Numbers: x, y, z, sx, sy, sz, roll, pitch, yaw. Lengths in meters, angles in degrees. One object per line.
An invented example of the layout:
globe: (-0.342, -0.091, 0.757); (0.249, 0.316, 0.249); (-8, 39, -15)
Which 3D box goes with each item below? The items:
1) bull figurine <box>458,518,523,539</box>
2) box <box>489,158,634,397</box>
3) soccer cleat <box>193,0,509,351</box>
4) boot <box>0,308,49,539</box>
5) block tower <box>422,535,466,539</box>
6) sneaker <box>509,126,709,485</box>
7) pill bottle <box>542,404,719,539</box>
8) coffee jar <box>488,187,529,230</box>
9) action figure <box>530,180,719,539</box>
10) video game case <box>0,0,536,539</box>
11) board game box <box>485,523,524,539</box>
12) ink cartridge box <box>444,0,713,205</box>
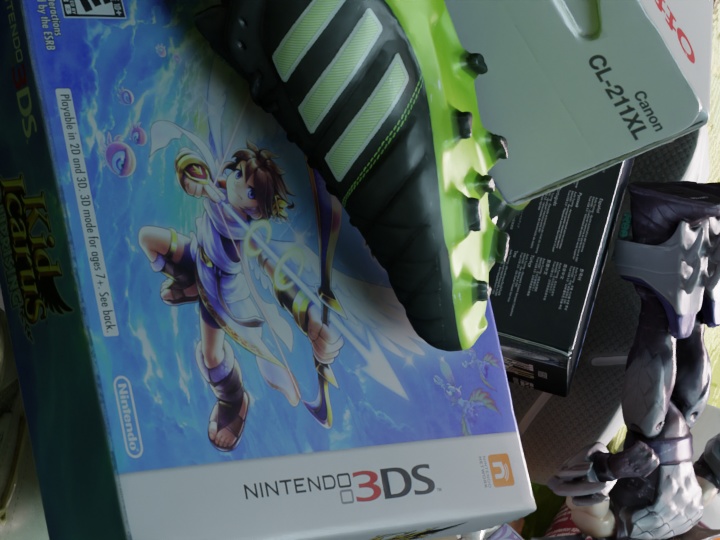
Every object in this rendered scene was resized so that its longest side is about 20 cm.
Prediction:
bull figurine: (0.033, 0.090, 1.258); (0.200, 0.065, 0.122); (53, 31, -62)
box: (0.095, -0.054, 1.269); (0.160, 0.043, 0.201); (68, 37, -81)
soccer cleat: (-0.005, -0.065, 0.967); (0.068, 0.081, 0.201); (-60, 138, -61)
boot: (-0.140, 0.113, 0.996); (0.155, 0.072, 0.201); (37, 72, -62)
block tower: (-0.040, 0.039, 1.041); (0.058, 0.054, 0.200); (-43, 105, -41)
sneaker: (0.125, 0.012, 1.401); (0.201, 0.070, 0.080); (-67, 153, -11)
pill bottle: (0.131, 0.165, 1.450); (0.200, 0.109, 0.110); (-54, 146, -30)
coffee jar: (0.000, 0.000, 1.139); (0.104, 0.085, 0.201); (24, 80, -18)
action figure: (0.135, 0.062, 1.311); (0.130, 0.069, 0.201); (-7, 105, -54)
video game case: (-0.036, -0.004, 0.989); (0.181, 0.045, 0.201); (-3, 77, -44)
board game box: (-0.021, 0.198, 1.126); (0.200, 0.043, 0.199); (-42, 174, -22)
ink cartridge box: (0.060, -0.142, 1.063); (0.146, 0.083, 0.200); (56, 24, -26)
